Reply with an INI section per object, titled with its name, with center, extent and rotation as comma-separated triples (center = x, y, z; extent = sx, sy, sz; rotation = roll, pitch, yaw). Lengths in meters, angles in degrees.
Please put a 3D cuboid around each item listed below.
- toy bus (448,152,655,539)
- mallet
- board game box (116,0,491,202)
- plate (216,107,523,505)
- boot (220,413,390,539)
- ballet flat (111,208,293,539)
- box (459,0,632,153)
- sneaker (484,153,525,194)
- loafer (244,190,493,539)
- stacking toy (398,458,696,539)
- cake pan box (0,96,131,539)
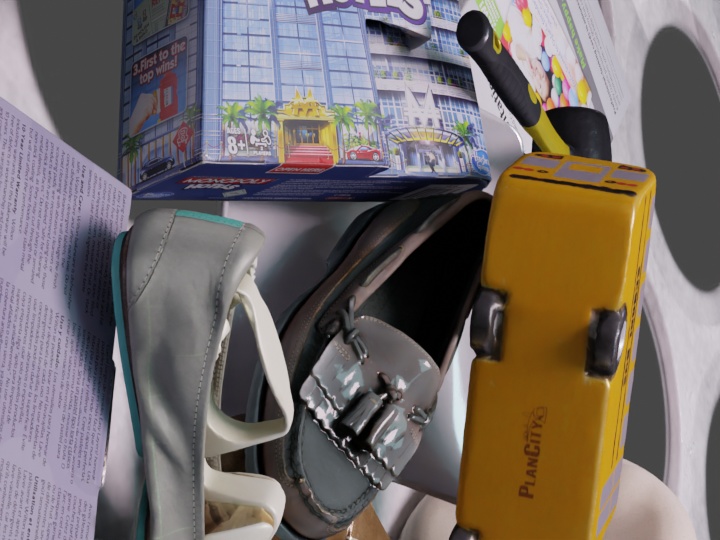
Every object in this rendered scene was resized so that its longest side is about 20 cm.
[toy bus]
center = 0.082, 0.056, 0.977
extent = 0.078, 0.065, 0.202
rotation = -41, 138, -69
[mallet]
center = 0.081, -0.080, 1.046
extent = 0.200, 0.041, 0.066
rotation = 54, 35, -58
[board game box]
center = -0.026, -0.133, 0.966
extent = 0.199, 0.061, 0.202
rotation = -2, 78, -44
[plate]
center = 0.000, 0.000, 1.019
extent = 0.199, 0.032, 0.201
rotation = 21, 63, -42
[boot]
center = -0.007, 0.131, 0.942
extent = 0.074, 0.075, 0.200
rotation = -43, 133, -5
[ballet flat]
center = -0.057, 0.072, 0.831
extent = 0.068, 0.063, 0.202
rotation = -82, 174, -63
[box]
center = 0.089, -0.110, 1.249
extent = 0.157, 0.041, 0.200
rotation = 67, 32, -25
[sneaker]
center = 0.059, 0.039, 1.139
extent = 0.093, 0.070, 0.201
rotation = -21, 102, -45
[loafer]
center = 0.009, 0.029, 0.927
extent = 0.072, 0.063, 0.201
rotation = 52, 35, -22
[stacking toy]
center = 0.099, 0.202, 1.115
extent = 0.146, 0.145, 0.201
rotation = -62, 150, -49
[cake pan box]
center = -0.152, 0.029, 0.745
extent = 0.184, 0.052, 0.202
rotation = 34, 53, -52
